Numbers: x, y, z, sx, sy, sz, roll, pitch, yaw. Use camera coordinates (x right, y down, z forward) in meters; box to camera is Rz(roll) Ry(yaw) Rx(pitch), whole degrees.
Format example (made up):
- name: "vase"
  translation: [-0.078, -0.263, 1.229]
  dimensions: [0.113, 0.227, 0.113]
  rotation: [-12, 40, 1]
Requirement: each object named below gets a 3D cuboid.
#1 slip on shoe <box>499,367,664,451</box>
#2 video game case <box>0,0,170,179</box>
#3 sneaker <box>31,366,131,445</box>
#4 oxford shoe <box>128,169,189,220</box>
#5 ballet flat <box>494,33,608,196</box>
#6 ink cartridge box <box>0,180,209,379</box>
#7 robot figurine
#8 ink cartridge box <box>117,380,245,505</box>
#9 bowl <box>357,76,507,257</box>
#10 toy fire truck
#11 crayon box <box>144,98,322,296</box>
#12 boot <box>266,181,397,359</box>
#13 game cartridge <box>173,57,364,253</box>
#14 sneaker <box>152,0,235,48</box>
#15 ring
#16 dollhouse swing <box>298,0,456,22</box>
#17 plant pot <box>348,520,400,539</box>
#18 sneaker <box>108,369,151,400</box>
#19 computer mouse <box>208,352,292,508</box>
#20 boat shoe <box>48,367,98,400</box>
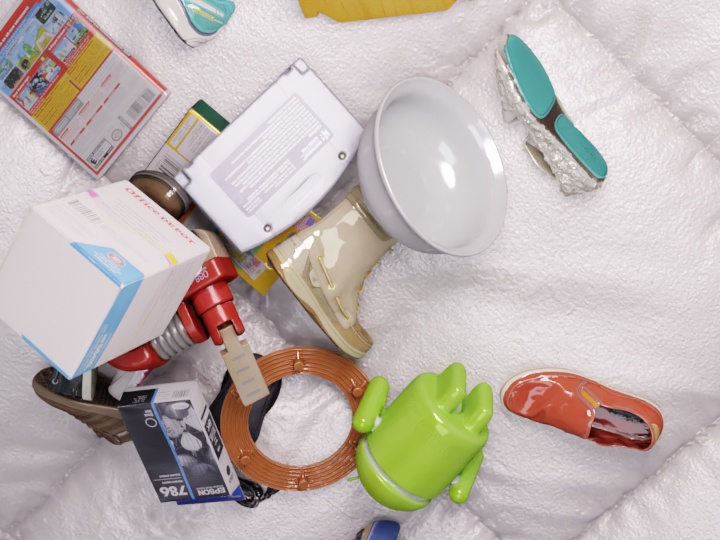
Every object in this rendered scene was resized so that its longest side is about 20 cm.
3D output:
- name: "slip on shoe"
  translation: [0.261, 0.166, 1.630]
  dimensions: [0.197, 0.061, 0.075]
  rotation: [15, 114, 5]
- name: "video game case"
  translation: [-0.337, -0.222, 1.604]
  dimensions: [0.200, 0.017, 0.143]
  rotation: [42, 111, -8]
- name: "sneaker"
  translation: [-0.319, 0.183, 1.727]
  dimensions: [0.197, 0.071, 0.076]
  rotation: [16, 119, 5]
- name: "oxford shoe"
  translation: [-0.265, -0.057, 1.569]
  dimensions: [0.199, 0.085, 0.073]
  rotation: [-17, 119, 47]
- name: "ballet flat"
  translation: [0.194, -0.161, 1.517]
  dimensions: [0.071, 0.072, 0.201]
  rotation: [-32, 102, 19]
- name: "ink cartridge box"
  translation: [-0.262, 0.003, 1.429]
  dimensions: [0.128, 0.200, 0.126]
  rotation: [38, 114, 12]
- name: "robot figurine"
  translation: [0.073, 0.204, 1.645]
  dimensions: [0.175, 0.116, 0.200]
  rotation: [35, 112, -14]
- name: "ink cartridge box"
  translation: [-0.215, 0.224, 1.682]
  dimensions: [0.098, 0.039, 0.202]
  rotation: [-9, 125, 15]
- name: "bowl"
  translation: [0.063, -0.101, 1.511]
  dimensions: [0.090, 0.201, 0.202]
  rotation: [-23, 108, 45]
- name: "toy fire truck"
  translation: [-0.200, 0.074, 1.571]
  dimensions: [0.174, 0.129, 0.202]
  rotation: [-28, 83, 10]
- name: "crayon box"
  translation: [-0.149, -0.084, 1.607]
  dimensions: [0.199, 0.052, 0.126]
  rotation: [40, 112, -6]
- name: "boot"
  translation: [0.000, 0.000, 1.596]
  dimensions: [0.155, 0.073, 0.200]
  rotation: [-39, 129, -1]
- name: "game cartridge"
  translation: [-0.095, -0.122, 1.548]
  dimensions: [0.200, 0.041, 0.133]
  rotation: [-44, 92, -7]
- name: "sneaker"
  translation: [-0.215, -0.344, 1.521]
  dimensions: [0.079, 0.078, 0.201]
  rotation: [-37, 107, 0]
- name: "ring"
  translation: [-0.073, 0.186, 1.686]
  dimensions: [0.197, 0.019, 0.203]
  rotation: [-3, 116, -6]
- name: "dollhouse swing"
  translation: [0.020, -0.397, 1.471]
  dimensions: [0.197, 0.178, 0.182]
  rotation: [-5, 151, 11]
- name: "plant pot"
  translation: [0.012, 0.441, 1.706]
  dimensions: [0.199, 0.200, 0.180]
  rotation: [-40, 94, 21]
- name: "sneaker"
  translation: [-0.274, 0.060, 1.672]
  dimensions: [0.087, 0.081, 0.202]
  rotation: [21, 104, 2]
- name: "computer mouse"
  translation: [-0.137, 0.210, 1.719]
  dimensions: [0.139, 0.046, 0.201]
  rotation: [32, 112, -2]
- name: "boat shoe"
  translation: [-0.350, 0.055, 1.667]
  dimensions: [0.065, 0.075, 0.203]
  rotation: [2, 103, -2]
